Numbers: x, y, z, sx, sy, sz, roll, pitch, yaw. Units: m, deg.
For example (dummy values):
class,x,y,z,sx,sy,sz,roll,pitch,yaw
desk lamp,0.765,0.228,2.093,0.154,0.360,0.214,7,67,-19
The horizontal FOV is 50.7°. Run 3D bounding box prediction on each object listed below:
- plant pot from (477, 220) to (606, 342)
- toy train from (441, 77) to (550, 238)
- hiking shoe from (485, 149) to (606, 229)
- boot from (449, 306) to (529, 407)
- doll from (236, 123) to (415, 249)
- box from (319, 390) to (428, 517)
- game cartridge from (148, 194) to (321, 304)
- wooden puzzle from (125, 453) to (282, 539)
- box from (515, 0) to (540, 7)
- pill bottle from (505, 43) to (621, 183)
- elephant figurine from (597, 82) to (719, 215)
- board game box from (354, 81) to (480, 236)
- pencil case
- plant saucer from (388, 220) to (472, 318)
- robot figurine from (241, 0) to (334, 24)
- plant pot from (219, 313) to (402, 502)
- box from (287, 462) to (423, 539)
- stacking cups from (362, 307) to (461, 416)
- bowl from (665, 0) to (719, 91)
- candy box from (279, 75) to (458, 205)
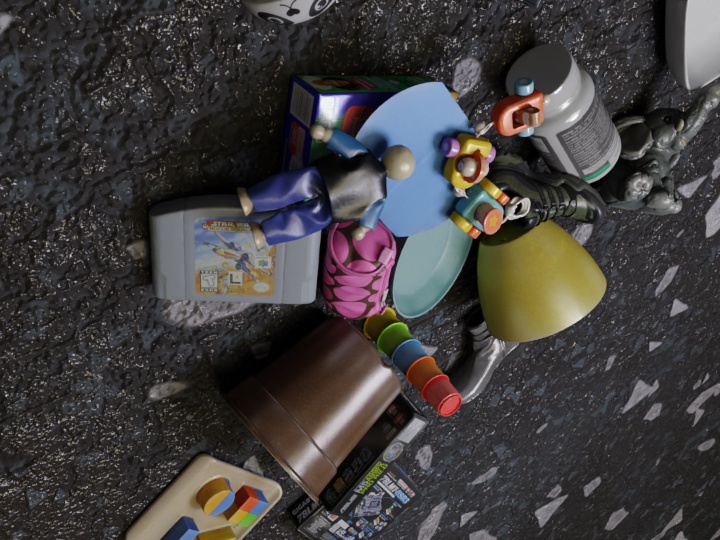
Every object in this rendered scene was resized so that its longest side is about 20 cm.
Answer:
class,x,y,z,sx,sy,sz,roll,pitch,yaw
plant pot,0.259,-0.006,1.181,0.199,0.200,0.143,-34,109,-11
toy train,0.175,-0.122,0.926,0.149,0.056,0.201,-20,130,-15
hiking shoe,0.259,-0.094,1.105,0.198,0.101,0.076,20,155,-4
boot,0.203,0.131,1.318,0.200,0.070,0.132,-46,135,-15
doll,-0.033,-0.094,0.839,0.198,0.048,0.137,-19,106,-5
box,-0.012,0.248,1.169,0.200,0.160,0.044,-49,137,6
game cartridge,-0.148,-0.024,0.901,0.198,0.042,0.134,2,127,-7
wooden puzzle,-0.235,0.389,1.192,0.185,0.046,0.200,-46,136,2
box,0.191,-0.433,0.893,0.158,0.046,0.201,6,117,-39
pill bottle,0.287,-0.218,1.076,0.113,0.113,0.200,-47,137,3
elephant figurine,0.471,-0.197,1.224,0.141,0.154,0.202,15,86,-80
board game box,0.063,-0.135,0.919,0.158,0.039,0.200,-43,132,5
pencil case,0.000,0.000,0.991,0.091,0.093,0.200,-50,169,-16
plant saucer,0.097,-0.029,1.102,0.200,0.036,0.201,-35,140,-37
robot figurine,-0.087,-0.329,0.708,0.125,0.150,0.201,-46,137,-17
plant pot,-0.059,0.182,1.073,0.198,0.200,0.201,-42,137,-12
box,-0.004,0.423,1.385,0.198,0.050,0.200,-41,136,-4
stacking cups,0.075,0.132,1.116,0.060,0.200,0.061,-17,129,-22
bowl,0.538,-0.399,1.153,0.199,0.075,0.201,-35,135,-10
candy box,0.007,-0.152,0.945,0.199,0.077,0.170,-10,126,-32
